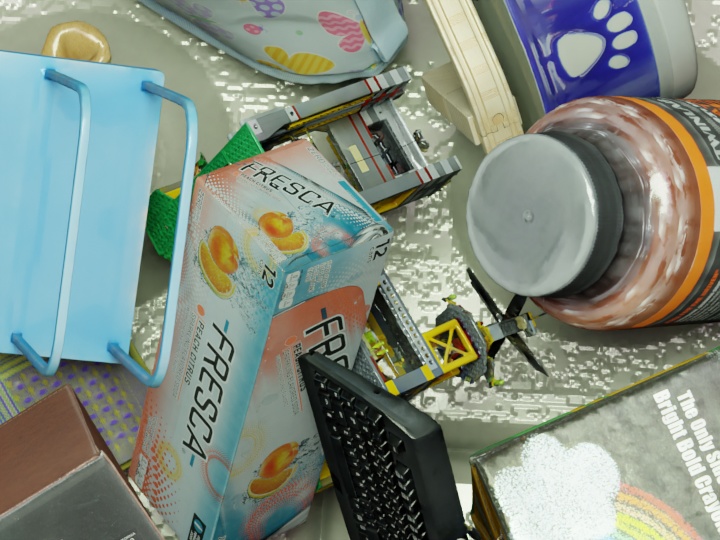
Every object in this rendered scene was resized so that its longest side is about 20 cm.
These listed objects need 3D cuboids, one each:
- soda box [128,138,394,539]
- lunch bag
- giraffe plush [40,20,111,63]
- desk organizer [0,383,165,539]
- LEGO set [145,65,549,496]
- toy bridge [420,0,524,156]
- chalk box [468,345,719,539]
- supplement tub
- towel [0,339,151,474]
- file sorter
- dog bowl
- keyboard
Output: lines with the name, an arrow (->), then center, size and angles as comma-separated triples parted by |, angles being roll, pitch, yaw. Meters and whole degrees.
soda box -> -0.048, 0.040, 1.229 | 0.064, 0.200, 0.068 | -22, 55, -33
lunch bag -> -0.064, -0.190, 1.320 | 0.200, 0.170, 0.127 | 35, 78, 29
giraffe plush -> -0.208, -0.057, 1.335 | 0.162, 0.173, 0.200 | 11, 40, -5
desk organizer -> -0.196, 0.144, 1.279 | 0.200, 0.072, 0.077 | -32, 31, -1
LEGO set -> 0.000, 0.000, 1.303 | 0.116, 0.154, 0.200 | -22, 69, -35
toy bridge -> 0.054, -0.081, 1.292 | 0.027, 0.200, 0.067 | -25, 30, -9
chalk box -> 0.164, 0.114, 1.267 | 0.200, 0.124, 0.125 | -22, 74, -4
supplement tub -> 0.135, -0.026, 1.240 | 0.107, 0.200, 0.107 | 2, 93, 39
towel -> -0.197, 0.069, 1.307 | 0.200, 0.023, 0.144 | -25, 113, -3
file sorter -> -0.182, -0.028, 1.197 | 0.200, 0.123, 0.139 | 6, 96, -17
dog bowl -> 0.081, -0.157, 1.306 | 0.079, 0.200, 0.200 | -27, 75, -4
keyboard -> 0.019, 0.124, 1.220 | 0.104, 0.200, 0.040 | 26, 62, 30
